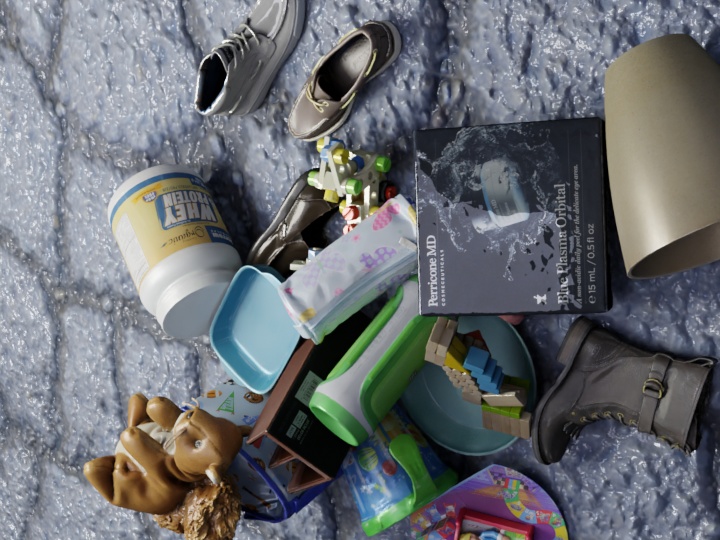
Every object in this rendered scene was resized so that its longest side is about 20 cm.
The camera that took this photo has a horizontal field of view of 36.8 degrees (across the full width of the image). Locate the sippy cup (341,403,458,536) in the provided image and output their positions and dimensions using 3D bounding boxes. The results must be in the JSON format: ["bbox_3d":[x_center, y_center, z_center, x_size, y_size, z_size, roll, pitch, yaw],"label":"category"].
[{"bbox_3d":[0.034,0.241,1.357,0.177,0.139,0.131,-37,80,35],"label":"sippy cup"}]

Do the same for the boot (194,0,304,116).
[{"bbox_3d":[-0.144,-0.280,1.375,0.073,0.095,0.201,39,121,21],"label":"boot"}]

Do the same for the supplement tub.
[{"bbox_3d":[-0.244,-0.026,1.457,0.145,0.144,0.201,-48,58,34],"label":"supplement tub"}]

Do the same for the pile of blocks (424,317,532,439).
[{"bbox_3d":[0.144,0.110,1.210,0.081,0.063,0.200,-4,140,39],"label":"pile of blocks"}]

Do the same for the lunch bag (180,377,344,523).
[{"bbox_3d":[-0.120,0.237,1.442,0.199,0.170,0.125,27,128,26],"label":"lunch bag"}]

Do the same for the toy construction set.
[{"bbox_3d":[-0.017,-0.066,1.318,0.092,0.131,0.202,27,117,28],"label":"toy construction set"}]

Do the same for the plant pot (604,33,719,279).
[{"bbox_3d":[0.317,-0.120,1.056,0.186,0.186,0.202,-28,71,37],"label":"plant pot"}]

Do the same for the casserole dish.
[{"bbox_3d":[-0.127,0.072,1.397,0.121,0.039,0.201,44,133,15],"label":"casserole dish"}]

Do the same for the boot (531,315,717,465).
[{"bbox_3d":[0.290,0.160,1.198,0.173,0.069,0.202,26,113,28],"label":"boot"}]

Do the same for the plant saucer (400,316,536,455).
[{"bbox_3d":[0.131,0.124,1.322,0.198,0.036,0.202,9,106,33],"label":"plant saucer"}]

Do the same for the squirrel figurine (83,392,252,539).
[{"bbox_3d":[-0.207,0.245,1.338,0.185,0.142,0.201,-18,110,32],"label":"squirrel figurine"}]

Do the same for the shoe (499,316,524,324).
[{"bbox_3d":[0.129,-0.026,1.261,0.199,0.071,0.092,38,115,17],"label":"shoe"}]

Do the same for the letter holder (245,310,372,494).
[{"bbox_3d":[-0.057,0.158,1.334,0.100,0.201,0.142,36,149,-11],"label":"letter holder"}]

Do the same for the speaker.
[{"bbox_3d":[0.030,0.101,1.244,0.088,0.200,0.089,35,162,14],"label":"speaker"}]

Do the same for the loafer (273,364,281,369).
[{"bbox_3d":[-0.147,0.065,1.487,0.199,0.063,0.072,38,122,22],"label":"loafer"}]

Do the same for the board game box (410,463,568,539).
[{"bbox_3d":[0.154,0.336,1.322,0.199,0.039,0.159,-35,95,26],"label":"board game box"}]

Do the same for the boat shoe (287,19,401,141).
[{"bbox_3d":[-0.032,-0.230,1.331,0.200,0.059,0.072,-40,79,35],"label":"boat shoe"}]

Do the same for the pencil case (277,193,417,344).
[{"bbox_3d":[0.000,0.000,1.263,0.199,0.083,0.091,-36,45,-1],"label":"pencil case"}]

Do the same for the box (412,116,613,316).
[{"bbox_3d":[0.164,-0.052,1.149,0.198,0.117,0.199,-2,90,16],"label":"box"}]

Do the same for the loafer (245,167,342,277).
[{"bbox_3d":[-0.086,-0.037,1.410,0.071,0.073,0.201,43,123,19],"label":"loafer"}]
